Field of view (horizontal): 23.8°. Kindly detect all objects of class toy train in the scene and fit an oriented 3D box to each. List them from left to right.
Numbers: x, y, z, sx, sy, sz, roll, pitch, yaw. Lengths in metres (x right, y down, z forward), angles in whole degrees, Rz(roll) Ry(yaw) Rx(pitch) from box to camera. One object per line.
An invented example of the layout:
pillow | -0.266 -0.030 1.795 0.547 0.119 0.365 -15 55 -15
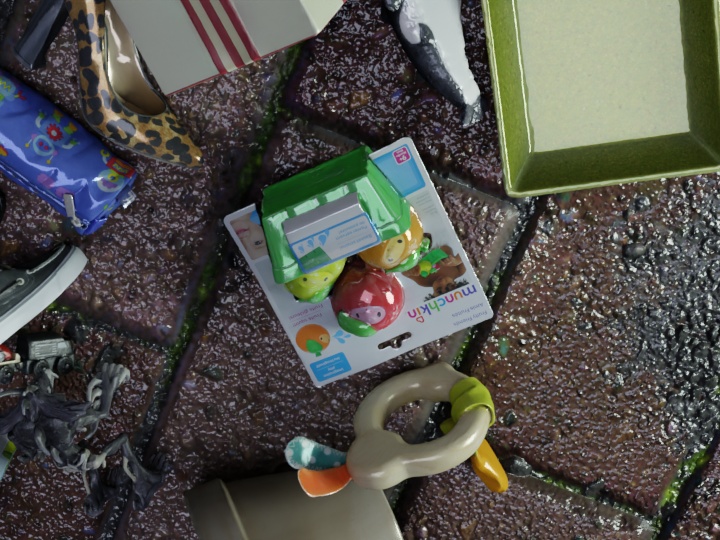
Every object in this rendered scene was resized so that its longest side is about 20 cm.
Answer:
toy train | -0.342 0.081 1.541 0.034 0.199 0.046 11 102 42

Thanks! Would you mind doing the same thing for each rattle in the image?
rattle | 0.033 0.184 1.570 0.200 0.130 0.143 -36 149 -24

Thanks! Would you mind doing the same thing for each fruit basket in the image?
fruit basket | 0.000 0.000 1.529 0.184 0.094 0.201 -21 112 10

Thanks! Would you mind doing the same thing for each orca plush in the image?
orca plush | 0.054 -0.223 1.470 0.105 0.071 0.201 -44 115 -29

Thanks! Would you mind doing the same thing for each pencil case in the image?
pencil case | -0.291 -0.109 1.503 0.200 0.087 0.078 37 130 -10

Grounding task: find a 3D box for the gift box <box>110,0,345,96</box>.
gift box | -0.115 -0.280 1.382 0.184 0.200 0.187 -19 114 25

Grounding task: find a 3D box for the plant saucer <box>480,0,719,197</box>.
plant saucer | 0.211 -0.176 1.475 0.198 0.048 0.201 -7 111 5

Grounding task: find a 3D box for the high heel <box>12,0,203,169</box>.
high heel | -0.192 -0.187 1.472 0.200 0.071 0.143 37 115 -2

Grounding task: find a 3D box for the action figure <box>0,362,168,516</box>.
action figure | -0.266 0.144 1.582 0.118 0.103 0.200 -16 136 18

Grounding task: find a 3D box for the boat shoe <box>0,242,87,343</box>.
boat shoe | -0.321 0.027 1.508 0.068 0.200 0.057 -19 110 47

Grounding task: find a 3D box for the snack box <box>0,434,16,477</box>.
snack box | -0.393 0.240 1.580 0.067 0.200 0.169 28 109 -9

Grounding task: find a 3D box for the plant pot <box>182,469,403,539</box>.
plant pot | -0.051 0.266 1.598 0.172 0.200 0.201 -22 110 -8

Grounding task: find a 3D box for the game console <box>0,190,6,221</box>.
game console | -0.445 -0.017 1.528 0.199 0.117 0.177 24 111 -7
